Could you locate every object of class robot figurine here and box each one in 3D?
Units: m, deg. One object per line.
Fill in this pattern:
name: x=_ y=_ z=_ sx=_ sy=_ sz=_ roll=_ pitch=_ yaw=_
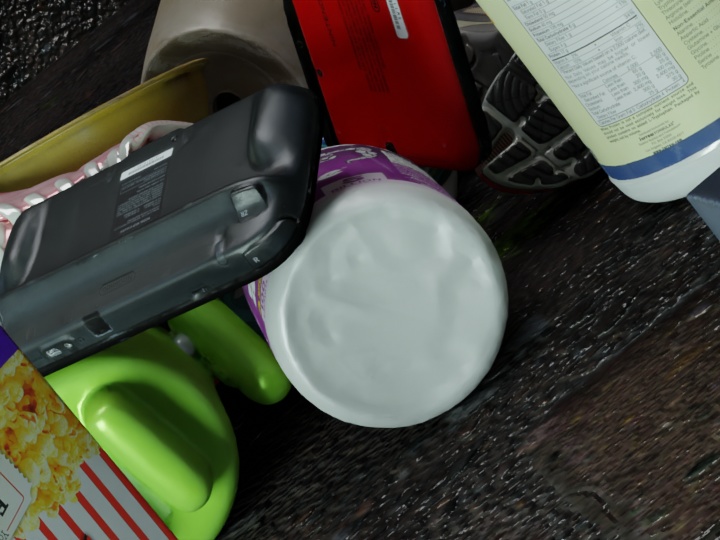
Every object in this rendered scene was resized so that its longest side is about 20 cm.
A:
robot figurine: x=-0.122 y=0.085 z=1.448 sx=0.176 sy=0.116 sz=0.200 roll=-50 pitch=13 yaw=2

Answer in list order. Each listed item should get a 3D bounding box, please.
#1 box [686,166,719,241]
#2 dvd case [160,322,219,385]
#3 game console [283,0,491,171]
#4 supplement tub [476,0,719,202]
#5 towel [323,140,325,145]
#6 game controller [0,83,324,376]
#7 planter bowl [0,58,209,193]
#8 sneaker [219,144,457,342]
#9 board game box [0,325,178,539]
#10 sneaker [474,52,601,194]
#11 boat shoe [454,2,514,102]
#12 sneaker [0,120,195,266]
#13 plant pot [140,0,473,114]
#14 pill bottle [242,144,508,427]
box: x=0.228 y=-0.034 z=0.931 sx=0.182 sy=0.104 sz=0.200 roll=-41 pitch=13 yaw=-6
dvd case: x=-0.133 y=0.053 z=1.591 sx=0.022 sy=0.146 sz=0.200 roll=32 pitch=65 yaw=28
game console: x=0.016 y=-0.167 z=1.497 sx=0.119 sy=0.200 sz=0.172 roll=-33 pitch=26 yaw=-32
supplement tub: x=0.126 y=-0.148 z=1.377 sx=0.145 sy=0.200 sz=0.145 roll=-36 pitch=13 yaw=10
towel: x=-0.020 y=-0.054 z=1.734 sx=0.147 sy=0.024 sz=0.200 roll=-43 pitch=-3 yaw=-16
game controller: x=-0.096 y=-0.017 z=1.364 sx=0.200 sy=0.042 sz=0.104 roll=-23 pitch=35 yaw=35
planter bowl: x=-0.150 y=-0.031 z=1.626 sx=0.200 sy=0.084 sz=0.200 roll=-30 pitch=2 yaw=1
sneaker: x=-0.021 y=-0.030 z=1.589 sx=0.077 sy=0.080 sz=0.200 roll=23 pitch=52 yaw=25
board game box: x=-0.131 y=0.138 z=1.109 sx=0.046 sy=0.200 sz=0.152 roll=-25 pitch=20 yaw=45
sneaker: x=0.124 y=-0.098 z=1.551 sx=0.200 sy=0.077 sz=0.085 roll=-46 pitch=-5 yaw=-31
boat shoe: x=0.096 y=-0.125 z=1.701 sx=0.073 sy=0.075 sz=0.200 roll=-32 pitch=17 yaw=-24
sneaker: x=-0.141 y=-0.025 z=1.474 sx=0.200 sy=0.075 sz=0.105 roll=-12 pitch=-21 yaw=-20
plant pot: x=-0.051 y=-0.143 z=1.848 sx=0.200 sy=0.200 sz=0.174 roll=-29 pitch=18 yaw=37
pill bottle: x=0.000 y=0.000 z=1.415 sx=0.112 sy=0.112 sz=0.200 roll=-39 pitch=13 yaw=0
